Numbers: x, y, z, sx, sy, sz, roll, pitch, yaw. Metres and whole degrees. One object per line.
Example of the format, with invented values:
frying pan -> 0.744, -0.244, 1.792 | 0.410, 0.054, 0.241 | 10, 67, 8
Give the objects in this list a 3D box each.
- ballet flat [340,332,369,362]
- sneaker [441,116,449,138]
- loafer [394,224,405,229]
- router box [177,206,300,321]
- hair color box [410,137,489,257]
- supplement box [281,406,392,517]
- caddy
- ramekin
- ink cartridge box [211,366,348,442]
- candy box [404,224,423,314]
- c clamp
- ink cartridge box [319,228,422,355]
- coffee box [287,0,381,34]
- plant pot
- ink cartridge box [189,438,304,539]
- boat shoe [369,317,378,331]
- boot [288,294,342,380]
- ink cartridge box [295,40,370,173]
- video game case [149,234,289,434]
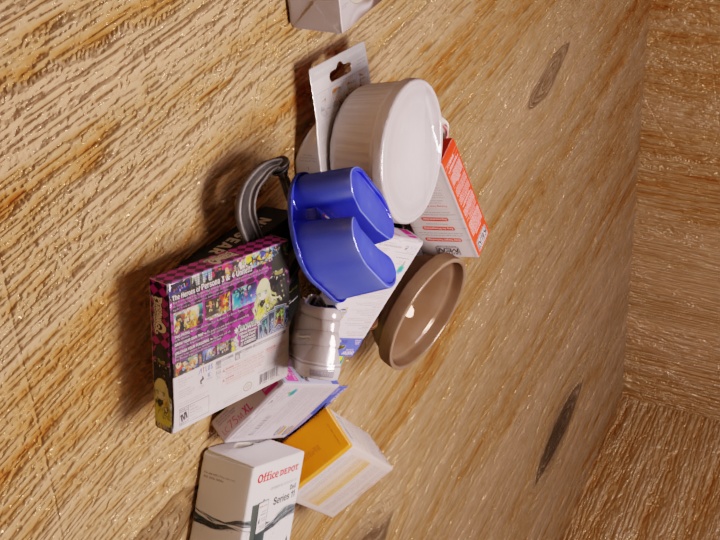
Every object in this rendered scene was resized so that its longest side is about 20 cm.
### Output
ballet flat -> -0.047, 0.102, 1.619 | 0.200, 0.066, 0.068 | -43, 118, -56
sneaker -> 0.095, -0.191, 1.724 | 0.201, 0.104, 0.076 | 61, 45, -57
loafer -> 0.048, -0.097, 1.713 | 0.072, 0.062, 0.201 | -53, 146, -41
router box -> -0.146, 0.025, 1.363 | 0.200, 0.051, 0.150 | -41, 135, -54
hair color box -> 0.120, -0.110, 1.683 | 0.061, 0.101, 0.201 | -63, 142, -36
supplement box -> -0.047, 0.288, 1.615 | 0.126, 0.074, 0.200 | -39, 152, 2
caddy -> -0.030, -0.043, 1.351 | 0.200, 0.104, 0.143 | 46, 39, -59
ramekin -> 0.034, -0.168, 1.507 | 0.202, 0.094, 0.204 | -29, 123, -57
ink cartridge box -> -0.105, 0.180, 1.474 | 0.119, 0.042, 0.200 | -44, 157, 14
candy box -> 0.110, -0.039, 1.866 | 0.167, 0.071, 0.202 | -11, 111, -64
c clamp -> -0.096, -0.063, 1.357 | 0.171, 0.027, 0.201 | -59, 145, -32
ink cartridge box -> -0.003, 0.029, 1.520 | 0.119, 0.042, 0.201 | 7, 116, -57
coffee box -> -0.016, -0.401, 1.408 | 0.200, 0.079, 0.115 | -49, 144, -46
plant pot -> 0.075, 0.048, 1.719 | 0.201, 0.092, 0.202 | -42, 152, -30
ink cartridge box -> -0.156, 0.335, 1.452 | 0.146, 0.082, 0.202 | -2, 103, -65
boat shoe -> 0.000, -0.001, 1.601 | 0.072, 0.067, 0.202 | -43, 125, -58
boot -> -0.062, 0.078, 1.385 | 0.200, 0.073, 0.097 | -169, -93, -72
ink cartridge box -> -0.038, -0.202, 1.510 | 0.160, 0.047, 0.202 | -42, 132, -52
video game case -> -0.158, 0.070, 1.258 | 0.199, 0.036, 0.183 | -24, 123, -48
